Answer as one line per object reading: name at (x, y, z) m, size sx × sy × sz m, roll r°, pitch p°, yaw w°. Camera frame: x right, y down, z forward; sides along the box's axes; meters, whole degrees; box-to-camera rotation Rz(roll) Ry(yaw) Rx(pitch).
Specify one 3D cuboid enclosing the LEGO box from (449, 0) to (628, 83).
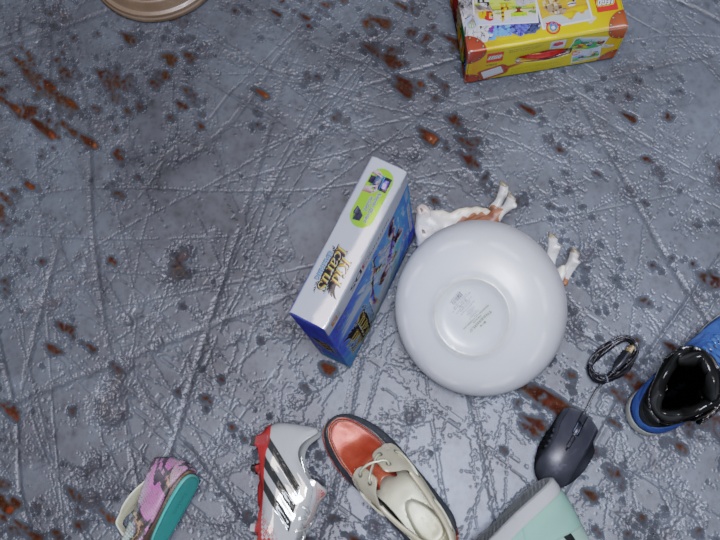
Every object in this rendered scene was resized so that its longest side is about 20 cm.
LEGO box at (0.217, -0.338, 1.024) m, size 0.197 × 0.077 × 0.151 m, roll -10°, pitch 74°, yaw 1°

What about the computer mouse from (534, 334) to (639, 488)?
computer mouse at (0.260, 0.157, 0.914) m, size 0.058 × 0.034 × 0.201 m, roll 30°, pitch 79°, yaw 11°

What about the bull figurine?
bull figurine at (0.158, -0.027, 0.945) m, size 0.200 × 0.065 × 0.122 m, roll 43°, pitch 108°, yaw 7°

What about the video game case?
video game case at (0.000, 0.000, 0.883) m, size 0.045 × 0.200 × 0.183 m, roll 25°, pitch 78°, yaw 14°

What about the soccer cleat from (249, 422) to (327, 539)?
soccer cleat at (-0.077, 0.269, 0.888) m, size 0.084 × 0.069 × 0.203 m, roll -6°, pitch 70°, yaw 6°

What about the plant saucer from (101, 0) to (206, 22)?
plant saucer at (-0.281, -0.437, 1.107) m, size 0.197 × 0.030 × 0.203 m, roll -1°, pitch 75°, yaw 2°

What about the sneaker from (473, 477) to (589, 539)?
sneaker at (0.165, 0.326, 0.842) m, size 0.199 × 0.074 × 0.119 m, roll -36°, pitch 84°, yaw -15°

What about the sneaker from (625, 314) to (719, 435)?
sneaker at (0.383, 0.104, 0.880) m, size 0.199 × 0.111 × 0.077 m, roll -35°, pitch 76°, yaw -6°

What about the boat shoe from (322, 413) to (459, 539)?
boat shoe at (0.032, 0.236, 0.892) m, size 0.071 × 0.063 × 0.200 m, roll -42°, pitch 75°, yaw -6°

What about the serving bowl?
serving bowl at (0.128, 0.046, 0.895) m, size 0.197 × 0.066 × 0.204 m, roll 2°, pitch 96°, yaw 17°

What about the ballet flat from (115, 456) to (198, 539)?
ballet flat at (-0.249, 0.304, 0.895) m, size 0.070 × 0.069 × 0.202 m, roll 14°, pitch 72°, yaw 26°
